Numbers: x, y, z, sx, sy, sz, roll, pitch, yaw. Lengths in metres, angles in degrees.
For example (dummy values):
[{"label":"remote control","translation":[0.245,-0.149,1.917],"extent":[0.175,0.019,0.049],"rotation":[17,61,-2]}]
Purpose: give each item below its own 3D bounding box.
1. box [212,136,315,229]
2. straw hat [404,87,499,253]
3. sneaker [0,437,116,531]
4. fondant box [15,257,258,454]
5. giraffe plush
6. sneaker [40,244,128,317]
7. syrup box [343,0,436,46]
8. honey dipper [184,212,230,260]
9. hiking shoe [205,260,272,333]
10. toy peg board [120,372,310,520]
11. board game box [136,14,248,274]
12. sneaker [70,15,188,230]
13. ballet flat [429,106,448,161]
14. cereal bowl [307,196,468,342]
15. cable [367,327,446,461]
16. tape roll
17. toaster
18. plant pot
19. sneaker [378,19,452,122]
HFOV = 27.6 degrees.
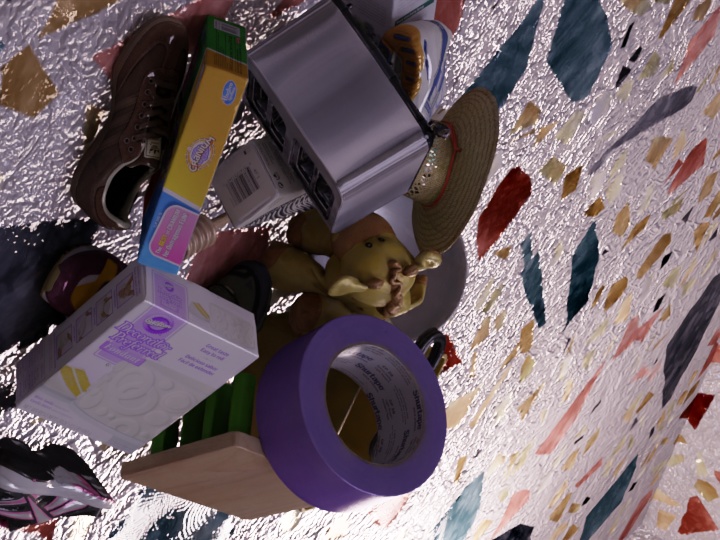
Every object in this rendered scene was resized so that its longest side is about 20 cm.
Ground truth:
[{"label":"box","translation":[-0.064,-0.106,1.576],"extent":[0.082,0.069,0.200],"rotation":[-34,170,38]},{"label":"straw hat","translation":[0.071,-0.124,1.643],"extent":[0.085,0.201,0.202],"rotation":[18,109,-21]},{"label":"sneaker","translation":[-0.342,0.232,1.530],"extent":[0.086,0.080,0.200],"rotation":[-46,147,7]},{"label":"fondant box","translation":[-0.217,0.087,1.416],"extent":[0.144,0.058,0.200],"rotation":[29,125,-37]},{"label":"giraffe plush","translation":[0.000,0.000,1.622],"extent":[0.173,0.200,0.162],"rotation":[-47,178,-17]},{"label":"sneaker","translation":[-0.231,0.034,1.451],"extent":[0.075,0.090,0.200],"rotation":[-58,155,5]},{"label":"syrup box","translation":[0.025,-0.256,1.572],"extent":[0.081,0.079,0.201],"rotation":[-36,148,-35]},{"label":"honey dipper","translation":[-0.133,-0.064,1.579],"extent":[0.200,0.038,0.038],"rotation":[-34,147,-46]},{"label":"hiking shoe","translation":[-0.173,0.061,1.599],"extent":[0.200,0.076,0.101],"rotation":[-49,157,-13]},{"label":"toy peg board","translation":[-0.130,0.198,1.661],"extent":[0.199,0.199,0.098],"rotation":[26,57,-39]},{"label":"board game box","translation":[-0.156,-0.118,1.359],"extent":[0.153,0.040,0.201],"rotation":[-102,-148,-64]},{"label":"sneaker","translation":[-0.194,-0.129,1.331],"extent":[0.070,0.075,0.201],"rotation":[6,116,-48]},{"label":"ballet flat","translation":[0.096,-0.168,1.833],"extent":[0.200,0.067,0.071],"rotation":[17,81,-64]},{"label":"cereal bowl","translation":[0.024,-0.006,1.771],"extent":[0.200,0.200,0.083],"rotation":[-47,-171,-17]},{"label":"cable","translation":[0.050,0.158,1.762],"extent":[0.097,0.050,0.201],"rotation":[-13,121,-32]},{"label":"tape roll","translation":[-0.008,0.154,1.576],"extent":[0.200,0.201,0.085],"rotation":[-28,-179,-44]},{"label":"toaster","translation":[-0.021,-0.150,1.428],"extent":[0.118,0.181,0.200],"rotation":[-34,174,-12]},{"label":"plant pot","translation":[-0.044,0.150,1.813],"extent":[0.200,0.176,0.201],"rotation":[-6,126,-58]},{"label":"sneaker","translation":[0.057,-0.168,1.547],"extent":[0.088,0.075,0.201],"rotation":[-28,141,-46]}]
